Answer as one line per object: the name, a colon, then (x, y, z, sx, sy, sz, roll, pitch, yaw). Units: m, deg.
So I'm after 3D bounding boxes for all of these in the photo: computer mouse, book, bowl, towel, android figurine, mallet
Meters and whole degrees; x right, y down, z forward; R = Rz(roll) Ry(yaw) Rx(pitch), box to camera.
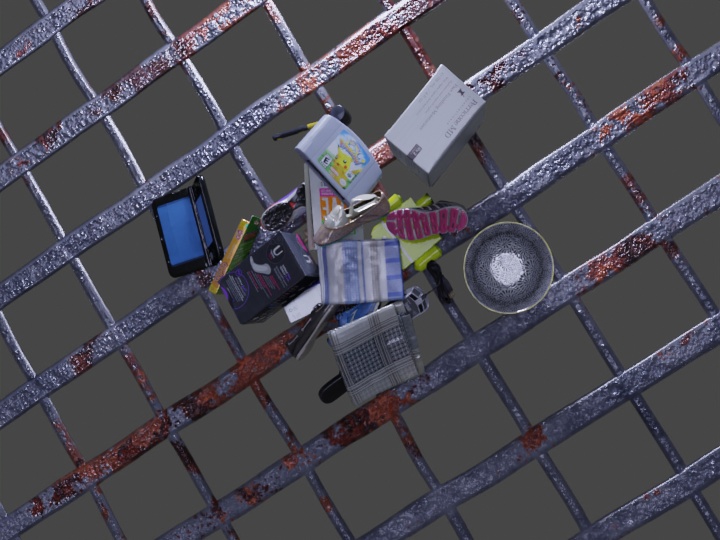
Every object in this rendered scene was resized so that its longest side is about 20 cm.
computer mouse: (0.118, 0.071, 1.692, 0.198, 0.044, 0.110, -33, 110, 6)
book: (-0.061, -0.151, 1.704, 0.131, 0.048, 0.204, -4, 88, -24)
bowl: (0.330, -0.005, 1.646, 0.196, 0.094, 0.205, 0, 88, 6)
towel: (0.000, 0.000, 1.648, 0.196, 0.024, 0.150, -2, 80, -9)
android figurine: (0.106, -0.083, 1.704, 0.199, 0.041, 0.183, -37, 85, 3)
mallet: (-0.119, -0.344, 1.725, 0.196, 0.066, 0.042, -14, 84, 7)
towel: (0.042, 0.187, 1.652, 0.197, 0.034, 0.196, -23, 105, -14)

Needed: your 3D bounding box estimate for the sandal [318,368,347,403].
sandal: (-0.019, 0.232, 1.699, 0.198, 0.076, 0.045, -34, 42, -4)

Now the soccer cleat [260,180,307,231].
soccer cleat: (-0.153, -0.159, 1.729, 0.198, 0.073, 0.069, -35, 101, -13)

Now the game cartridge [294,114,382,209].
game cartridge: (-0.043, -0.253, 1.678, 0.200, 0.040, 0.134, 45, 65, -17)

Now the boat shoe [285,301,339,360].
boat shoe: (-0.114, 0.123, 1.692, 0.057, 0.067, 0.201, 40, 115, 13)

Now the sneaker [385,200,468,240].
sneaker: (0.156, -0.116, 1.651, 0.196, 0.087, 0.075, -5, 103, 25)

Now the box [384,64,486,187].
box: (0.168, -0.314, 1.621, 0.130, 0.200, 0.200, 40, 93, 7)

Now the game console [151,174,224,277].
game console: (-0.414, -0.102, 1.735, 0.115, 0.176, 0.204, -15, 87, -22)

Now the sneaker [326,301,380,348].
sneaker: (-0.013, 0.103, 1.696, 0.088, 0.079, 0.202, 32, 93, 4)

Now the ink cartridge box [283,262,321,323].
ink cartridge box: (-0.097, 0.038, 1.727, 0.197, 0.039, 0.101, -26, 85, 8)

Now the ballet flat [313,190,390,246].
ballet flat: (-0.025, -0.126, 1.636, 0.198, 0.068, 0.068, -29, 44, -17)

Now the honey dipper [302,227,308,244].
honey dipper: (-0.156, -0.037, 1.738, 0.038, 0.038, 0.201, 38, 95, 6)

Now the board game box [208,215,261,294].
board game box: (-0.292, -0.038, 1.724, 0.030, 0.096, 0.202, 28, 92, 8)

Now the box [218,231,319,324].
box: (-0.205, 0.019, 1.668, 0.199, 0.106, 0.123, -36, 77, 17)
